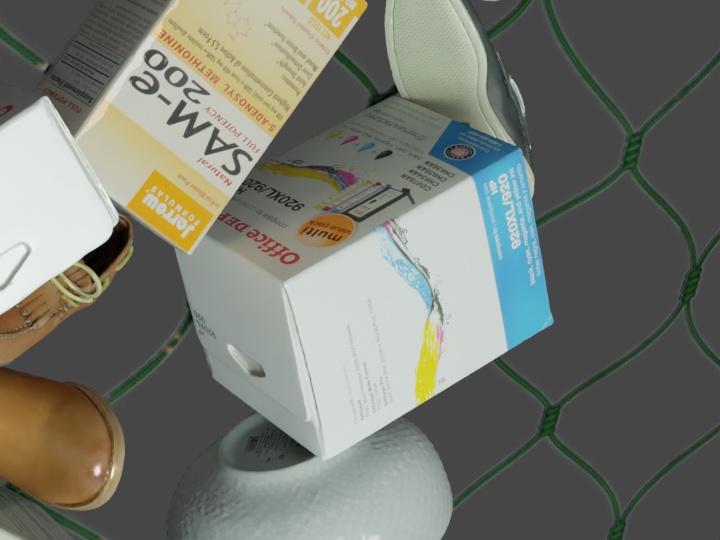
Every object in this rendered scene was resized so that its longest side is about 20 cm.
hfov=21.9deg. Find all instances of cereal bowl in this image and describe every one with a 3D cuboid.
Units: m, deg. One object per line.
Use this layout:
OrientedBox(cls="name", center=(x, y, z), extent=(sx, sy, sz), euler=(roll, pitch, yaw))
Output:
OrientedBox(cls="cereal bowl", center=(-0.041, 0.146, 1.263), extent=(0.200, 0.200, 0.083), euler=(-28, 118, -26))

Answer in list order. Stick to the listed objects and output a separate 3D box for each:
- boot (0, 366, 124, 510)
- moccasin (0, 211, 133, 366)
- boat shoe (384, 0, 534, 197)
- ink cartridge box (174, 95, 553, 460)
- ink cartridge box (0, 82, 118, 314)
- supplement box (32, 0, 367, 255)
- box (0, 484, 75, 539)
OrientedBox(cls="boot", center=(-0.243, 0.080, 1.056), extent=(0.155, 0.200, 0.074), euler=(17, 92, -51))
OrientedBox(cls="moccasin", center=(-0.190, 0.004, 1.091), extent=(0.078, 0.074, 0.201), euler=(-45, 171, 22))
OrientedBox(cls="boat shoe", center=(0.072, -0.135, 1.320), extent=(0.200, 0.072, 0.068), euler=(63, 30, -31))
OrientedBox(cls="ink cartridge box", center=(0.000, 0.000, 1.256), extent=(0.200, 0.147, 0.145), euler=(-30, 125, -25))
OrientedBox(cls="ink cartridge box", center=(-0.239, -0.035, 0.999), extent=(0.145, 0.200, 0.083), euler=(-38, 117, -19))
OrientedBox(cls="supplement box", center=(-0.105, -0.128, 1.159), extent=(0.126, 0.074, 0.200), euler=(38, 85, -43))
OrientedBox(cls="box", center=(-0.267, 0.178, 1.136), extent=(0.109, 0.128, 0.200), euler=(-54, 133, -4))
